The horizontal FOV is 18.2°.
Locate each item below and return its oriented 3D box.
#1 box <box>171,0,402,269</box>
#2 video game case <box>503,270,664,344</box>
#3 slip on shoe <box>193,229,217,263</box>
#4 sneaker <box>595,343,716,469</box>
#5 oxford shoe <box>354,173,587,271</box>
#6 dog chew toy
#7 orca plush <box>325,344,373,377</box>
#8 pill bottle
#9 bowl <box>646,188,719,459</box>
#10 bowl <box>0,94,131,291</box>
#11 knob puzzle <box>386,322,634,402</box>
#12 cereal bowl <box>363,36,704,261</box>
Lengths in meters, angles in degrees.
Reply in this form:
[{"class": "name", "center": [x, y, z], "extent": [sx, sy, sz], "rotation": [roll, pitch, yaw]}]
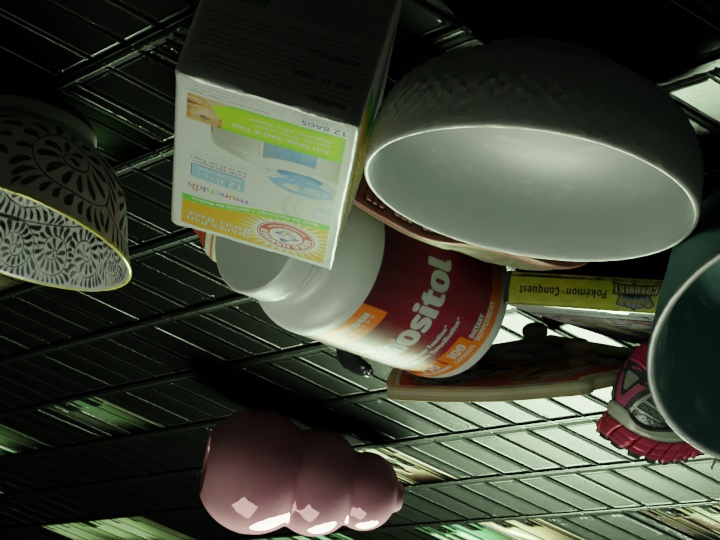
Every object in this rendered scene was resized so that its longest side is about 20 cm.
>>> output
[{"class": "box", "center": [-0.047, -0.097, 1.350], "extent": [0.112, 0.101, 0.200], "rotation": [17, 156, 1]}, {"class": "video game case", "center": [0.225, 0.033, 1.551], "extent": [0.181, 0.026, 0.200], "rotation": [3, 172, 34]}, {"class": "slip on shoe", "center": [-0.092, -0.070, 1.551], "extent": [0.061, 0.074, 0.200], "rotation": [50, 160, 15]}, {"class": "sneaker", "center": [0.260, 0.089, 1.599], "extent": [0.200, 0.075, 0.081], "rotation": [-4, -151, -40]}, {"class": "oxford shoe", "center": [0.058, -0.040, 1.496], "extent": [0.200, 0.071, 0.074], "rotation": [22, 164, -14]}, {"class": "dog chew toy", "center": [-0.056, 0.208, 2.223], "extent": [0.200, 0.125, 0.125], "rotation": [11, 162, -7]}, {"class": "orca plush", "center": [0.022, 0.016, 1.735], "extent": [0.105, 0.071, 0.200], "rotation": [64, 149, 2]}, {"class": "pill bottle", "center": [0.000, 0.000, 1.544], "extent": [0.113, 0.113, 0.200], "rotation": [-3, 163, 45]}, {"class": "bowl", "center": [0.262, 0.013, 1.346], "extent": [0.200, 0.105, 0.201], "rotation": [-3, 131, -3]}, {"class": "bowl", "center": [-0.249, -0.068, 1.642], "extent": [0.200, 0.094, 0.201], "rotation": [15, 161, 5]}, {"class": "knob puzzle", "center": [0.108, 0.065, 1.654], "extent": [0.219, 0.031, 0.220], "rotation": [-4, -172, 1]}, {"class": "cereal bowl", "center": [0.106, -0.079, 1.312], "extent": [0.200, 0.083, 0.200], "rotation": [11, 161, 4]}]
